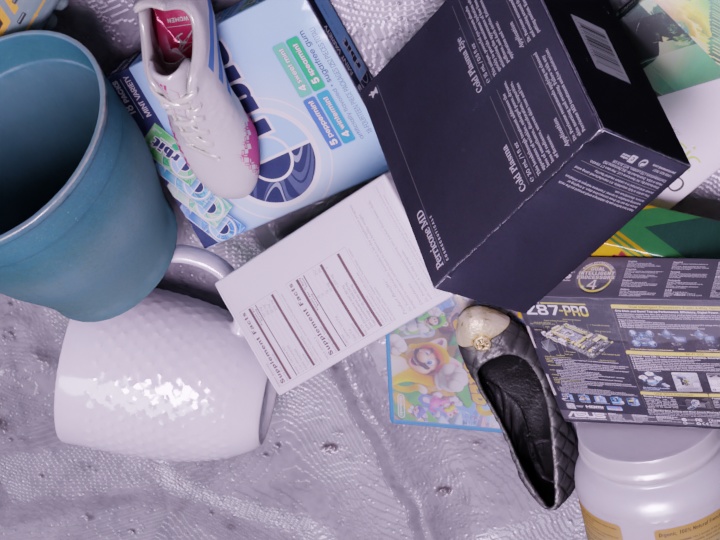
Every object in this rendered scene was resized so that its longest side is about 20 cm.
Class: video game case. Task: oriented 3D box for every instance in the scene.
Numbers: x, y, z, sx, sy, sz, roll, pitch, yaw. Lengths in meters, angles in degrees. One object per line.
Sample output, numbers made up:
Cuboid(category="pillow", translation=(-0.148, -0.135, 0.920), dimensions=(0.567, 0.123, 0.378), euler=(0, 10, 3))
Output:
Cuboid(category="video game case", translation=(0.120, 0.079, 1.504), dimensions=(0.198, 0.018, 0.144), euler=(4, 120, 13))

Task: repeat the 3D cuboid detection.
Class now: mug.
Cuboid(category="mug", translation=(-0.160, 0.071, 1.505), dimensions=(0.173, 0.148, 0.202), euler=(11, 115, 5))

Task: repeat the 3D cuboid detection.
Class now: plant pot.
Cuboid(category="plant pot", translation=(-0.248, -0.057, 1.401), dimensions=(0.198, 0.202, 0.188), euler=(-10, 147, 20))

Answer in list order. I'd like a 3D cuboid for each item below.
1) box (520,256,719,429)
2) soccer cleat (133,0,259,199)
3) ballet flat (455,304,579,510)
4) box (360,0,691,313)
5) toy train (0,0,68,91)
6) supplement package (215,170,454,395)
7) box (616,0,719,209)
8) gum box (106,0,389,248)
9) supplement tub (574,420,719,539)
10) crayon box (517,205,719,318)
Cuboid(category="box", translation=(0.236, 0.060, 1.355), dimensions=(0.198, 0.049, 0.162), euler=(0, 140, 29))
Cuboid(category="soccer cleat", translation=(-0.135, -0.137, 1.354), dimensions=(0.069, 0.087, 0.202), euler=(-7, 116, 20))
Cuboid(category="ballet flat", translation=(0.139, 0.115, 1.475), dimensions=(0.066, 0.057, 0.201), euler=(-20, 113, 24))
Cuboid(category="box", translation=(0.116, -0.107, 1.278), dimensions=(0.104, 0.201, 0.182), euler=(16, 133, -40))
Cuboid(category="toy train", translation=(-0.288, -0.240, 1.396), dimensions=(0.113, 0.086, 0.200), euler=(29, 122, -17))
Cuboid(category="supplement package", translation=(0.000, 0.000, 1.409), dimensions=(0.199, 0.114, 0.110), euler=(-31, 89, 34))
Cuboid(category="box", translation=(0.231, -0.133, 1.337), dimensions=(0.144, 0.036, 0.200), euler=(41, 121, -11))
Cuboid(category="gum box", translation=(-0.086, -0.130, 1.421), dimensions=(0.199, 0.045, 0.171), euler=(-22, 111, 25))
Cuboid(category="supplement tub", translation=(0.261, 0.208, 1.466), dimensions=(0.143, 0.145, 0.202), euler=(-6, 118, 18))
Cuboid(category="crayon box", translation=(0.198, -0.001, 1.384), dimensions=(0.198, 0.051, 0.128), euler=(14, 144, 15))
